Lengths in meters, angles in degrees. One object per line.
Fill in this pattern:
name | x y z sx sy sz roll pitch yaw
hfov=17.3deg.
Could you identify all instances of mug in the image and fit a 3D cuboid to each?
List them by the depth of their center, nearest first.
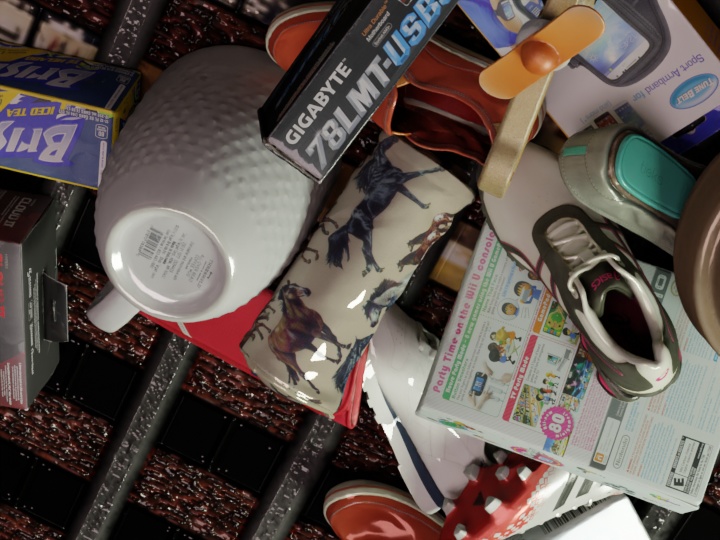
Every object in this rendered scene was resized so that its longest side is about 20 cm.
mug | -0.119 -0.033 1.608 0.148 0.175 0.200 39 123 -10

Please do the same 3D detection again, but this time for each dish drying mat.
dish drying mat | -0.081 0.041 1.693 0.200 0.018 0.077 27 126 27

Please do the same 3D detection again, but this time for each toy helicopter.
toy helicopter | 0.114 -0.129 1.454 0.079 0.132 0.200 21 117 2

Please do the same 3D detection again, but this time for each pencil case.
pencil case | 0.000 0.000 1.598 0.078 0.089 0.200 31 85 30

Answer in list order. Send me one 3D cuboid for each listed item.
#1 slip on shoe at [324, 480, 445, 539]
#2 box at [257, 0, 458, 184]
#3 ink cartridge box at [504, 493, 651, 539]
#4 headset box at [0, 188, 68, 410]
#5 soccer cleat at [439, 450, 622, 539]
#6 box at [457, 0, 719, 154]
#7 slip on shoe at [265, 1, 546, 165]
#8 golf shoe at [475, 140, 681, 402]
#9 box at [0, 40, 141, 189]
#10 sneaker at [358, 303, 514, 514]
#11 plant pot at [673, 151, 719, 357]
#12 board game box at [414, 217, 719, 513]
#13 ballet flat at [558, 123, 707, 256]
slip on shoe | 0.048 0.236 1.790 0.074 0.061 0.200 -33 106 32
box | 0.012 -0.154 1.443 0.050 0.199 0.200 36 96 -7
ink cartridge box | 0.163 0.274 1.757 0.160 0.047 0.200 -30 110 -2
headset box | -0.309 0.012 1.750 0.200 0.075 0.149 10 123 10
soccer cleat | 0.142 0.147 1.688 0.200 0.069 0.085 -44 116 6
box | 0.159 -0.151 1.540 0.119 0.041 0.200 -33 106 30
slip on shoe | 0.023 -0.123 1.566 0.200 0.061 0.074 23 140 17
golf shoe | 0.149 -0.009 1.551 0.077 0.088 0.200 -34 82 -4
box | -0.259 -0.118 1.662 0.200 0.064 0.070 13 124 7
sneaker | 0.046 0.080 1.705 0.080 0.076 0.200 -20 118 13
plant pot | 0.317 0.016 1.480 0.200 0.175 0.201 -7 120 -12
board game box | 0.156 0.062 1.614 0.200 0.064 0.148 20 82 1
ballet flat | 0.208 -0.042 1.567 0.200 0.067 0.064 30 160 -36
